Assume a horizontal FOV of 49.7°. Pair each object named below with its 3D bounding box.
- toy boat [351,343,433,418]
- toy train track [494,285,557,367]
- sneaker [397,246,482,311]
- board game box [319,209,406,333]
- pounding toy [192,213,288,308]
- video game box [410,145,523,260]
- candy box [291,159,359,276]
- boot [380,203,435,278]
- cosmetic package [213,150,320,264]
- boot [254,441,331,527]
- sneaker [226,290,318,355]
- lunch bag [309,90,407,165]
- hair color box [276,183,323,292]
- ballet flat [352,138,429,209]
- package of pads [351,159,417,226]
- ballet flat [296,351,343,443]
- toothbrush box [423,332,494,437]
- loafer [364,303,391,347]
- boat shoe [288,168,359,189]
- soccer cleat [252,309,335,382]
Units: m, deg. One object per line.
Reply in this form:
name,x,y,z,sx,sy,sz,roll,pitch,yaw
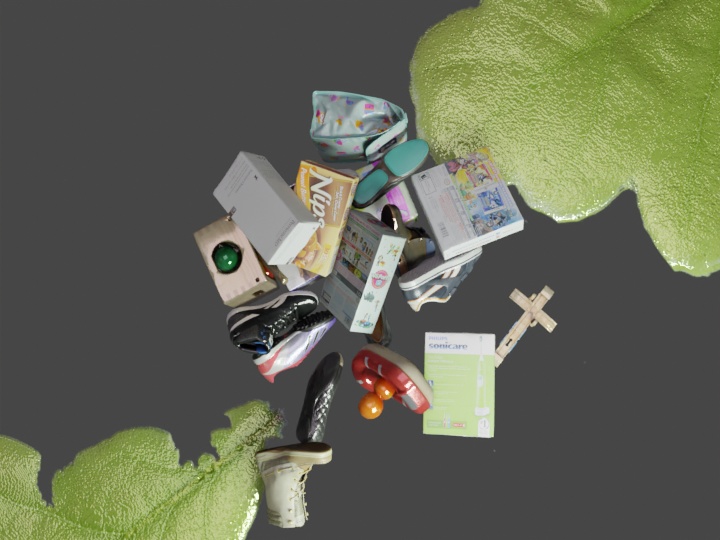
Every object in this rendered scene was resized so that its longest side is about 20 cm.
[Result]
toy boat,0.044,0.237,1.546,0.131,0.199,0.131,-46,119,-14
toy train track,0.339,0.116,1.631,0.114,0.033,0.201,38,86,7
sneaker,0.174,0.013,1.631,0.197,0.078,0.081,-27,110,-12
board game box,0.000,0.000,1.550,0.063,0.147,0.204,8,109,-34
pounding toy,-0.231,-0.017,1.586,0.140,0.200,0.187,-27,82,0
video game box,0.222,-0.144,1.635,0.178,0.047,0.203,-21,62,2
candy box,-0.087,-0.105,1.545,0.113,0.055,0.205,19,102,8
boot,0.100,-0.077,1.600,0.095,0.202,0.075,-25,52,-10
cosmetic package,-0.183,-0.119,1.507,0.201,0.081,0.113,48,112,23
boot,-0.125,0.430,1.557,0.197,0.071,0.159,-15,82,37
sneaker,-0.173,0.117,1.599,0.195,0.074,0.113,-16,43,-6
lunch bag,0.003,-0.295,1.629,0.194,0.170,0.125,3,81,5
hair color box,-0.145,-0.067,1.661,0.108,0.065,0.203,-27,84,-3
ballet flat,0.057,-0.198,1.599,0.198,0.068,0.069,-36,80,-5
package of pads,0.011,-0.133,1.661,0.196,0.068,0.158,-23,81,0
ballet flat,-0.082,0.268,1.628,0.065,0.057,0.204,13,78,40
toothbrush box,0.203,0.231,1.588,0.142,0.086,0.206,0,83,10
loafer,0.018,0.065,1.631,0.071,0.072,0.204,-22,81,0
boat shoe,-0.096,-0.163,1.602,0.195,0.070,0.073,-17,77,2
soccer cleat,-0.130,0.156,1.637,0.197,0.068,0.074,-32,107,-7
